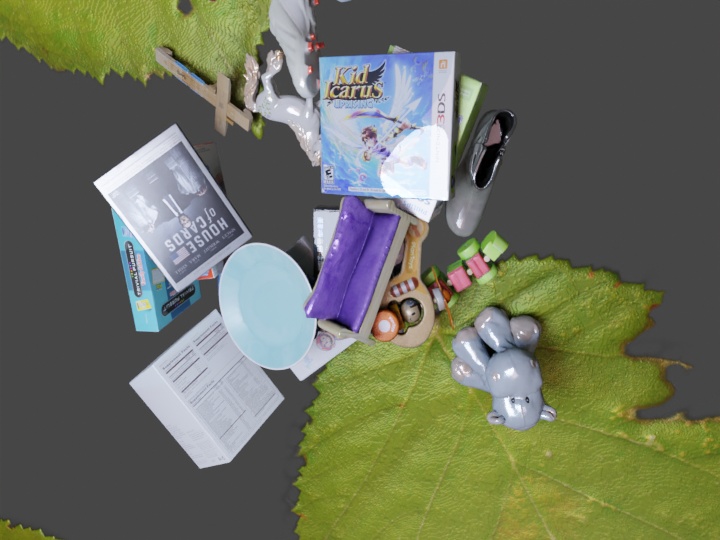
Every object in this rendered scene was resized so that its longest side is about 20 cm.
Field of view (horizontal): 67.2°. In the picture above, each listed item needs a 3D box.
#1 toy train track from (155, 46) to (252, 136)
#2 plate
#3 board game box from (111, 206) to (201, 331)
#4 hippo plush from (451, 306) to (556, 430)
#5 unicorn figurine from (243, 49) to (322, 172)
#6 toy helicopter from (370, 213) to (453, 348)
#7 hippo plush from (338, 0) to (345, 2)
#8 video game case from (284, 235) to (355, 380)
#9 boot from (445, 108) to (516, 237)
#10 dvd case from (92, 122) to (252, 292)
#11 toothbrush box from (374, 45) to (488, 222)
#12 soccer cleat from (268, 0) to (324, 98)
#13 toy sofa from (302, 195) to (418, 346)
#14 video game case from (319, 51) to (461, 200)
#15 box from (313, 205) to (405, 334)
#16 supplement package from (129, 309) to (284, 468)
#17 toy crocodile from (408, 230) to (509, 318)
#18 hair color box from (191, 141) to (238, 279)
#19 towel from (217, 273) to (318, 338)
[{"bbox_3d":[-0.246,-0.298,0.874,0.198,0.033,0.116,37,144,6],"label":"toy train track"},{"bbox_3d":[-0.145,0.056,0.863,0.194,0.025,0.208,8,105,29],"label":"plate"},{"bbox_3d":[-0.340,-0.024,0.921,0.045,0.151,0.208,0,108,12],"label":"board game box"},{"bbox_3d":[0.218,0.177,0.852,0.153,0.161,0.207,-5,107,13],"label":"hippo plush"},{"bbox_3d":[-0.098,-0.253,0.846,0.196,0.073,0.141,28,113,20],"label":"unicorn figurine"},{"bbox_3d":[0.085,0.016,0.835,0.127,0.079,0.208,6,93,4],"label":"toy helicopter"},{"bbox_3d":[-0.020,-0.463,0.739,0.199,0.158,0.164,-39,122,-20],"label":"hippo plush"},{"bbox_3d":[-0.103,0.073,0.969,0.180,0.024,0.202,-36,98,20],"label":"video game case"},{"bbox_3d":[0.168,-0.135,0.786,0.065,0.131,0.206,18,111,6],"label":"boot"},{"bbox_3d":[-0.279,-0.092,0.824,0.148,0.025,0.203,-35,110,-5],"label":"dvd case"},{"bbox_3d":[0.082,-0.199,0.799,0.142,0.086,0.206,25,110,13],"label":"toothbrush box"},{"bbox_3d":[-0.095,-0.338,0.785,0.075,0.069,0.208,-11,75,20],"label":"soccer cleat"},{"bbox_3d":[-0.001,-0.004,0.787,0.096,0.082,0.206,23,85,-30],"label":"toy sofa"},{"bbox_3d":[0.037,-0.197,0.747,0.193,0.045,0.189,6,105,22],"label":"video game case"},{"bbox_3d":[0.000,0.000,0.897,0.154,0.044,0.208,3,103,5],"label":"box"},{"bbox_3d":[-0.270,0.212,0.957,0.202,0.151,0.150,52,138,-8],"label":"supplement package"},{"bbox_3d":[0.155,0.011,0.873,0.198,0.062,0.068,-37,97,21],"label":"toy crocodile"},{"bbox_3d":[-0.267,-0.100,0.903,0.061,0.111,0.208,-4,108,13],"label":"hair color box"},{"bbox_3d":[-0.159,0.057,0.914,0.194,0.048,0.116,5,104,29],"label":"towel"}]
